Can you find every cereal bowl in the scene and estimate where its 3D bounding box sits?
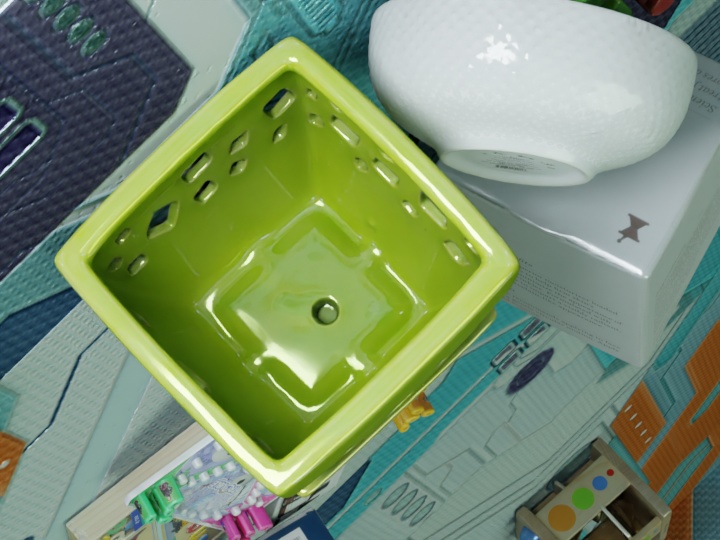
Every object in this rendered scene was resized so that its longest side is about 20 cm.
[{"bbox_3d":[0.100,-0.102,1.395,0.200,0.200,0.083,37,60,-71],"label":"cereal bowl"}]

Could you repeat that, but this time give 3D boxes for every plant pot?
[{"bbox_3d":[-0.035,0.012,1.386,0.199,0.200,0.181,-43,167,-5],"label":"plant pot"}]

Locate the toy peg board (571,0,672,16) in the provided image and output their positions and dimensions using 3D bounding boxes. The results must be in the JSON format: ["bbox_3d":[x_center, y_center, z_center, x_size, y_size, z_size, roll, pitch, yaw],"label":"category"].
[{"bbox_3d":[0.170,-0.224,1.425,0.199,0.098,0.200,-45,162,4],"label":"toy peg board"}]

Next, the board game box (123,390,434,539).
[{"bbox_3d":[-0.054,0.135,1.718,0.200,0.026,0.200,-36,160,9],"label":"board game box"}]

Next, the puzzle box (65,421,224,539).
[{"bbox_3d":[-0.160,0.197,1.778,0.133,0.025,0.200,-39,161,-17],"label":"puzzle box"}]

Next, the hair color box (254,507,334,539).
[{"bbox_3d":[-0.106,0.275,1.925,0.100,0.061,0.200,-27,171,-41],"label":"hair color box"}]

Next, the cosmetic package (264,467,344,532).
[{"bbox_3d":[-0.039,0.125,1.836,0.083,0.051,0.200,-33,159,-33],"label":"cosmetic package"}]

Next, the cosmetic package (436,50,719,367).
[{"bbox_3d":[0.165,-0.063,1.621,0.165,0.165,0.200,-59,166,-15],"label":"cosmetic package"}]

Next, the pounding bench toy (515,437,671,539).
[{"bbox_3d":[0.274,0.326,2.809,0.156,0.124,0.200,-40,161,-12],"label":"pounding bench toy"}]
